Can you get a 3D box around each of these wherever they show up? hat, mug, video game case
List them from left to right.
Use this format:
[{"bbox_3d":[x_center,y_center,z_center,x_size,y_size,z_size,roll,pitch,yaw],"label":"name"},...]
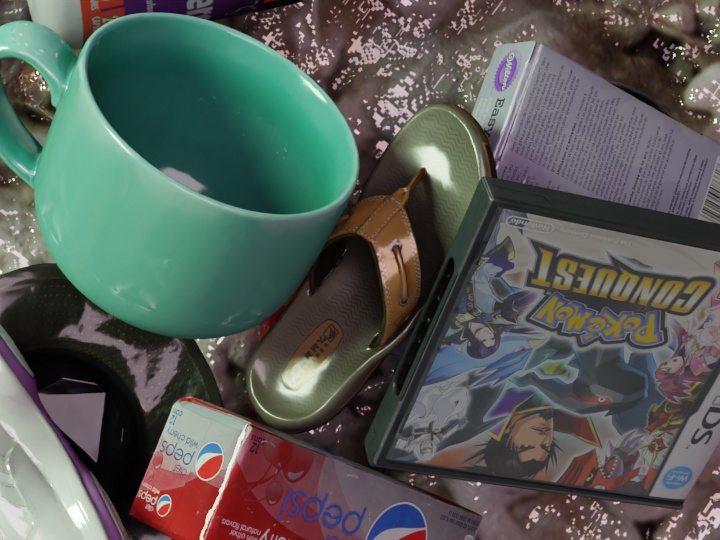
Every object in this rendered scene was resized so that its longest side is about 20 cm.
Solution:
[{"bbox_3d":[-0.171,0.101,0.861,0.198,0.081,0.203,3,81,-17],"label":"hat"},{"bbox_3d":[-0.101,-0.051,0.837,0.185,0.115,0.151,45,38,18],"label":"mug"},{"bbox_3d":[0.123,0.046,0.864,0.198,0.026,0.182,10,124,-20],"label":"video game case"}]

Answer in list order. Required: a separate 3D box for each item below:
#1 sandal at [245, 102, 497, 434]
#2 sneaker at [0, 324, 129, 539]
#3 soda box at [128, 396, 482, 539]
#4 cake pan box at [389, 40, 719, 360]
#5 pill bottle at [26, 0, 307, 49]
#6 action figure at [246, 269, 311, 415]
[{"bbox_3d":[0.000,0.000,0.858,0.082,0.054,0.200,44,100,24],"label":"sandal"},{"bbox_3d":[-0.179,0.113,0.783,0.099,0.075,0.201,-33,86,-11],"label":"sneaker"},{"bbox_3d":[-0.024,0.132,0.861,0.199,0.063,0.071,28,82,-44],"label":"soda box"},{"bbox_3d":[0.128,-0.012,0.931,0.183,0.052,0.202,22,85,-30],"label":"cake pan box"},{"bbox_3d":[-0.087,-0.191,0.870,0.198,0.112,0.114,-14,93,-13],"label":"pill bottle"},{"bbox_3d":[0.004,0.005,0.926,0.065,0.052,0.200,43,82,-15],"label":"action figure"}]
